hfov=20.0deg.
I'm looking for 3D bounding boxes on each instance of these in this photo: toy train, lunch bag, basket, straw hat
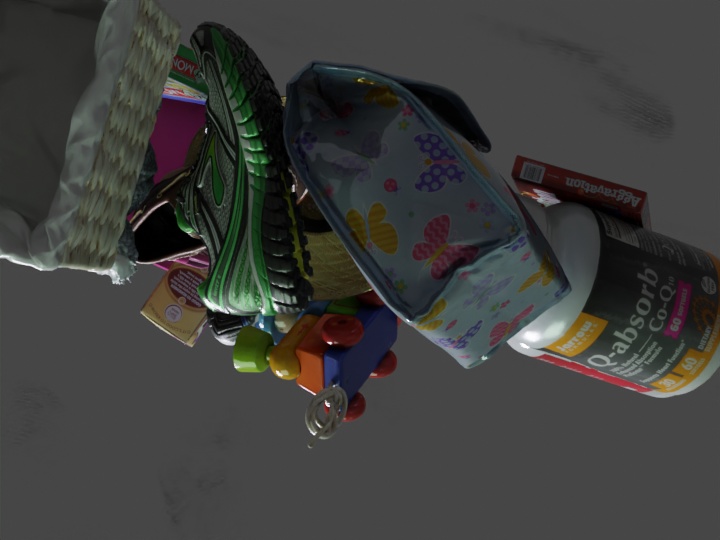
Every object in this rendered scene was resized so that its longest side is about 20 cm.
[{"bbox_3d":[-0.052,0.072,1.624,0.115,0.085,0.200,9,-149,20],"label":"toy train"},{"bbox_3d":[0.040,-0.053,1.403,0.200,0.127,0.170,52,-175,23],"label":"lunch bag"},{"bbox_3d":[-0.243,-0.113,1.333,0.198,0.200,0.161,16,178,8],"label":"basket"},{"bbox_3d":[-0.040,-0.080,1.596,0.200,0.202,0.085,18,-140,-9],"label":"straw hat"}]

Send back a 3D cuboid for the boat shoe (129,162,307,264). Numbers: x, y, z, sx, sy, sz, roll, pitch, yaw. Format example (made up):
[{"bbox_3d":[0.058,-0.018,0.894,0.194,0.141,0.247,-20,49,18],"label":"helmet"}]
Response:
[{"bbox_3d":[-0.105,-0.047,1.490,0.070,0.070,0.200,49,144,-12],"label":"boat shoe"}]

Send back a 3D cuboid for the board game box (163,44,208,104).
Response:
[{"bbox_3d":[-0.197,-0.168,1.576,0.199,0.029,0.134,13,173,46],"label":"board game box"}]

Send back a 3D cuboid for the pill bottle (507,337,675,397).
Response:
[{"bbox_3d":[0.185,0.027,1.675,0.199,0.113,0.112,18,176,-25],"label":"pill bottle"}]

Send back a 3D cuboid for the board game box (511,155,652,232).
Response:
[{"bbox_3d":[0.177,-0.051,1.608,0.102,0.020,0.200,18,176,11],"label":"board game box"}]

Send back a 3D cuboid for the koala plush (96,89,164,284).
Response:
[{"bbox_3d":[-0.226,-0.087,1.514,0.199,0.179,0.183,14,-175,38],"label":"koala plush"}]

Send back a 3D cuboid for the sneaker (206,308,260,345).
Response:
[{"bbox_3d":[-0.059,-0.011,1.782,0.075,0.201,0.077,21,156,36],"label":"sneaker"}]

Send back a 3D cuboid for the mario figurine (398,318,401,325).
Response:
[{"bbox_3d":[-0.036,-0.003,1.882,0.105,0.125,0.199,-14,-155,-38],"label":"mario figurine"}]

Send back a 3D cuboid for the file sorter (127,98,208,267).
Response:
[{"bbox_3d":[-0.149,-0.077,1.721,0.125,0.140,0.199,17,177,-42],"label":"file sorter"}]

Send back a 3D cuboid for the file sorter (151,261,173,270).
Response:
[{"bbox_3d":[-0.223,-0.088,1.949,0.125,0.140,0.200,17,176,19],"label":"file sorter"}]

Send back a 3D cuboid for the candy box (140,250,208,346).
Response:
[{"bbox_3d":[-0.122,-0.027,1.866,0.056,0.201,0.117,33,175,0],"label":"candy box"}]

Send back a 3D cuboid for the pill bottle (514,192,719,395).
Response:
[{"bbox_3d":[0.177,0.015,1.544,0.199,0.117,0.116,18,176,-25],"label":"pill bottle"}]

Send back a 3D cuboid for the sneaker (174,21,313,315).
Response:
[{"bbox_3d":[-0.091,-0.066,1.365,0.084,0.202,0.078,-9,180,12],"label":"sneaker"}]
